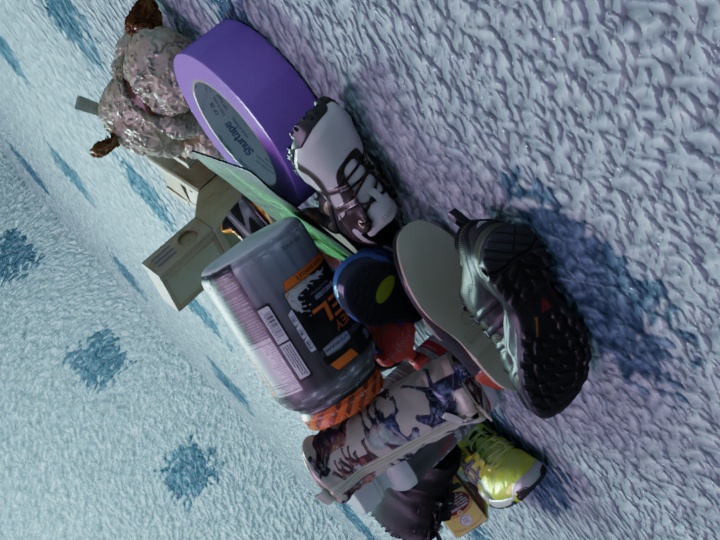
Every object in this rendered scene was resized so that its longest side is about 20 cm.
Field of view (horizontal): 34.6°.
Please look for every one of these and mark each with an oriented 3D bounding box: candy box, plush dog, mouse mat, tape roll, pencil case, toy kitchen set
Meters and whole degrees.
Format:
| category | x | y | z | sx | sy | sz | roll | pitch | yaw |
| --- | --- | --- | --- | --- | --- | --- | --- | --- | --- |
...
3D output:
| category | x | y | z | sx | sy | sz | roll | pitch | yaw |
| --- | --- | --- | --- | --- | --- | --- | --- | --- | --- |
| candy box | 0.091 | 0.235 | 1.506 | 0.200 | 0.056 | 0.117 | 52 | -165 | -9 |
| plush dog | -0.239 | -0.214 | 1.350 | 0.200 | 0.160 | 0.172 | 48 | 141 | 7 |
| mouse mat | -0.082 | -0.062 | 1.242 | 0.200 | 0.008 | 0.161 | 38 | 172 | -33 |
| tape roll | -0.108 | -0.161 | 1.214 | 0.200 | 0.066 | 0.200 | 44 | 163 | 17 |
| pencil case | 0.035 | 0.163 | 1.184 | 0.078 | 0.199 | 0.090 | 55 | -173 | -25 |
| toy kitchen set | -0.268 | -0.096 | 1.590 | 0.200 | 0.180 | 0.164 | 33 | 156 | 36 |

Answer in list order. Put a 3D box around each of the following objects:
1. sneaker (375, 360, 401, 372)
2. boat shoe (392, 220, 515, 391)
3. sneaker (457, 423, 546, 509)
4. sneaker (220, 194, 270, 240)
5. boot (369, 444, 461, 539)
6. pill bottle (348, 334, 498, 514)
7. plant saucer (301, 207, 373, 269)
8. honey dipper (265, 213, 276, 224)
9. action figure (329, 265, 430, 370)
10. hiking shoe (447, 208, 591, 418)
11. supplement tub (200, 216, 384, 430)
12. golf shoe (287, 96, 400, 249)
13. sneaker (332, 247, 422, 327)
| category | x | y | z | sx | sy | sz | roll | pitch | yaw |
| --- | --- | --- | --- | --- | --- | --- | --- | --- | --- |
| sneaker | -0.010 | 0.094 | 1.386 | 0.114 | 0.076 | 0.200 | 52 | 160 | 15 |
| boat shoe | 0.092 | 0.036 | 1.112 | 0.200 | 0.071 | 0.063 | 50 | 168 | -16 |
| sneaker | 0.147 | 0.224 | 1.376 | 0.077 | 0.075 | 0.200 | 52 | 163 | -16 |
| sneaker | -0.098 | -0.013 | 1.470 | 0.200 | 0.077 | 0.078 | 53 | -171 | 6 |
| boot | 0.033 | 0.242 | 1.420 | 0.197 | 0.073 | 0.163 | 28 | 136 | 17 |
| pill bottle | 0.050 | 0.174 | 1.294 | 0.111 | 0.200 | 0.111 | 45 | 165 | 15 |
| plant saucer | 0.000 | 0.000 | 1.343 | 0.200 | 0.034 | 0.201 | 46 | 164 | 17 |
| honey dipper | -0.111 | -0.075 | 1.402 | 0.038 | 0.038 | 0.201 | 74 | 170 | -56 |
| action figure | -0.004 | 0.047 | 1.271 | 0.200 | 0.066 | 0.052 | 37 | 173 | 13 |
| hiking shoe | 0.135 | 0.035 | 1.002 | 0.101 | 0.075 | 0.201 | 40 | 155 | 59 |
| supplement tub | -0.065 | 0.056 | 1.193 | 0.201 | 0.122 | 0.122 | 58 | 163 | -11 |
| golf shoe | -0.004 | -0.088 | 1.096 | 0.094 | 0.078 | 0.200 | 33 | 167 | 26 |
| sneaker | 0.009 | 0.010 | 1.140 | 0.078 | 0.066 | 0.200 | 30 | -171 | 24 |
